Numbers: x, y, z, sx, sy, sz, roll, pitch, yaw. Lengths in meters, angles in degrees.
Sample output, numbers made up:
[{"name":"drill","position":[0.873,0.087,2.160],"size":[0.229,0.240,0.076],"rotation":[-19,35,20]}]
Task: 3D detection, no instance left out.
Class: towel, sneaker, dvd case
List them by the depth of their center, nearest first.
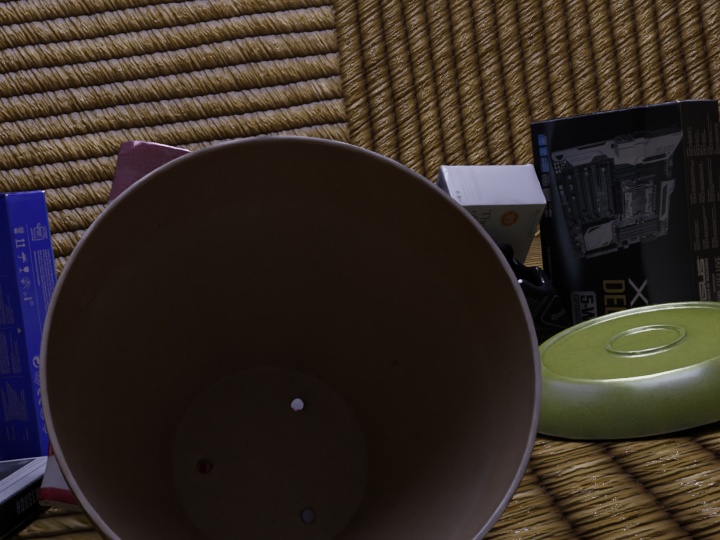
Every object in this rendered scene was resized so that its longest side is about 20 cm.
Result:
[{"name":"towel","position":[-0.071,0.033,0.678],"size":[0.142,0.202,0.023],"rotation":[11,-28,-6]},{"name":"dvd case","position":[-0.294,0.151,0.841],"size":[0.197,0.025,0.150],"rotation":[-7,3,6]},{"name":"sneaker","position":[0.076,0.035,1.088],"size":[0.197,0.116,0.076],"rotation":[-8,13,37]}]

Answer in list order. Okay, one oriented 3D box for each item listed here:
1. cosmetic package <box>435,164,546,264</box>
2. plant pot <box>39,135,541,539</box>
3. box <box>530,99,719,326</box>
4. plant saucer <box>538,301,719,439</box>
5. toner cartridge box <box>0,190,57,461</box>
[{"name":"cosmetic package","position":[0.091,-0.001,1.140],"size":[0.081,0.051,0.201],"rotation":[-4,-41,-15]},{"name":"plant pot","position":[-0.034,0.064,0.582],"size":[0.197,0.203,0.135],"rotation":[-9,-25,-14]},{"name":"box","position":[0.211,-0.024,1.049],"size":[0.049,0.203,0.157],"rotation":[-7,4,-37]},{"name":"plant saucer","position":[0.192,0.059,0.892],"size":[0.197,0.032,0.200],"rotation":[-14,12,3]},{"name":"toner cartridge box","position":[-0.273,0.045,1.023],"size":[0.094,0.203,0.043],"rotation":[-5,4,34]}]
